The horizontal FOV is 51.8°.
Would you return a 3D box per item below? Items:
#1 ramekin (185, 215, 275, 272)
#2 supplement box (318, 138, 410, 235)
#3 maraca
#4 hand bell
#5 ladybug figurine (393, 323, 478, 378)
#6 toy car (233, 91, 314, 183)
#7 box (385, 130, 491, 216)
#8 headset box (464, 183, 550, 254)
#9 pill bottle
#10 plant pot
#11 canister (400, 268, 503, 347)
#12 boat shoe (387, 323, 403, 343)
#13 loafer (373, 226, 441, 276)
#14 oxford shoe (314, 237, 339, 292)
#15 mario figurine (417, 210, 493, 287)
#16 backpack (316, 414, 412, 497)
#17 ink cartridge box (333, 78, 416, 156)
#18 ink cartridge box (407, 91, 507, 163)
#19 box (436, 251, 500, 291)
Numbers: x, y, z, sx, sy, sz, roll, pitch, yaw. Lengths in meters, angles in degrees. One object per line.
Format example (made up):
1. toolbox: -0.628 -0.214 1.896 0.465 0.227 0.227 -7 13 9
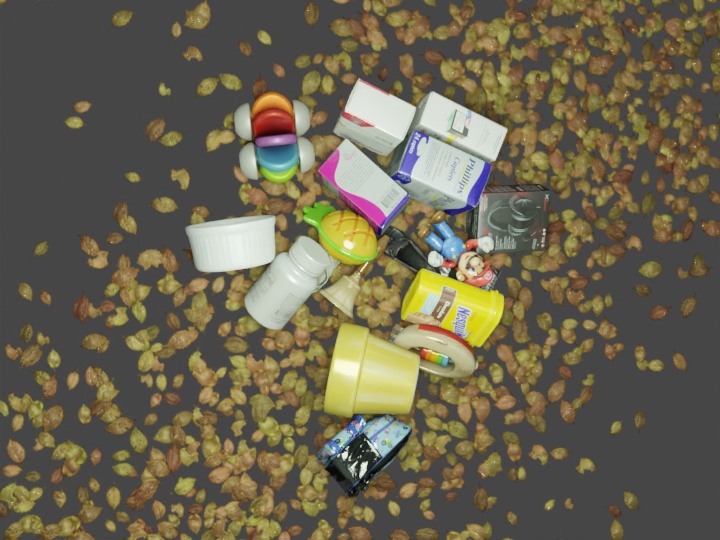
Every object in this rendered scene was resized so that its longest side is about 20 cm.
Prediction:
1. ramekin: -0.280 -0.060 1.632 0.197 0.200 0.099 -7 99 -9
2. supplement box: 0.007 -0.190 1.705 0.200 0.103 0.101 43 84 4
3. maraca: -0.045 -0.088 1.673 0.199 0.137 0.108 40 119 16
4. hand bell: 0.000 0.000 1.717 0.104 0.104 0.201 37 87 -7
5. ladybug figurine: 0.173 0.178 1.679 0.197 0.137 0.073 21 52 4
6. toy car: -0.192 -0.301 1.665 0.172 0.150 0.204 -7 91 -9
7. box: 0.171 -0.218 1.708 0.197 0.184 0.106 22 85 -8
8. headset box: 0.344 -0.123 1.771 0.196 0.077 0.151 -3 109 -11
9. pill bottle: -0.161 0.026 1.654 0.114 0.115 0.200 39 112 -7
10. plant pot: 0.028 0.232 1.624 0.186 0.201 0.204 12 88 3
11. canister: 0.206 0.085 1.692 0.197 0.149 0.087 19 48 -6
12. boat shoe: 0.163 0.179 1.765 0.197 0.072 0.074 16 86 -9
13. loafer: 0.109 -0.043 1.735 0.199 0.063 0.072 40 88 10
14. oxford shoe: -0.076 -0.037 1.733 0.075 0.058 0.202 31 83 -4
15. mario figurine: 0.230 -0.047 1.705 0.200 0.106 0.124 44 115 3
16. backpack: 0.017 0.400 1.694 0.199 0.183 0.135 -39 79 -21
17. ink cartridge box: 0.028 -0.340 1.675 0.146 0.200 0.087 24 86 -9
18. ink cartridge box: 0.221 -0.325 1.735 0.198 0.145 0.085 24 86 -9
19. box: 0.224 0.053 1.787 0.158 0.049 0.202 29 86 -6
